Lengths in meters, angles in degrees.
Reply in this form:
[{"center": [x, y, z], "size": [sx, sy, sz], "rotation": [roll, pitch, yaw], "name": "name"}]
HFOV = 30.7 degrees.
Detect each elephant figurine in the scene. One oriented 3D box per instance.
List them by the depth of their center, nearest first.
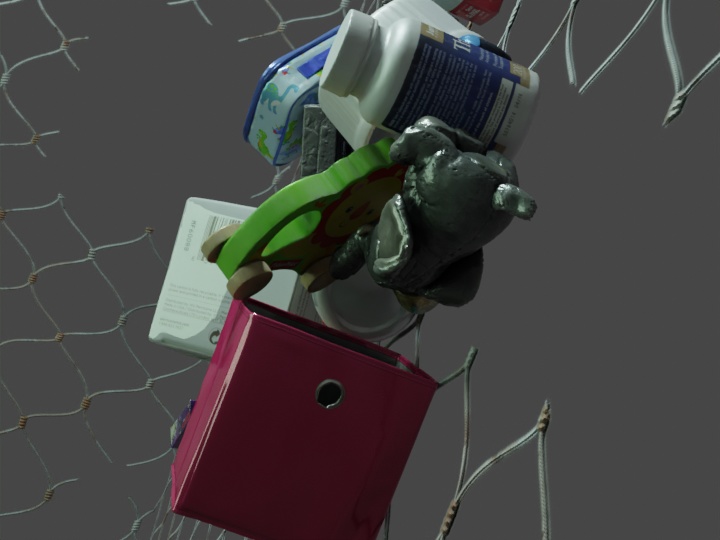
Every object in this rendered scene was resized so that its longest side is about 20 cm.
[{"center": [0.059, -0.029, 1.227], "size": [0.200, 0.141, 0.155], "rotation": [-59, -2, 18], "name": "elephant figurine"}]

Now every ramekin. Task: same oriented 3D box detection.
[{"center": [0.045, -0.222, 1.518], "size": [0.200, 0.098, 0.201], "rotation": [-40, -16, -14], "name": "ramekin"}]

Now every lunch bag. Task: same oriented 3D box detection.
[{"center": [-0.064, -0.246, 1.802], "size": [0.200, 0.082, 0.161], "rotation": [-37, -17, -35], "name": "lunch bag"}]

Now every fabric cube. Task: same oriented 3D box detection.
[{"center": [-0.064, 0.155, 1.297], "size": [0.200, 0.196, 0.200], "rotation": [-155, 87, -80], "name": "fabric cube"}]

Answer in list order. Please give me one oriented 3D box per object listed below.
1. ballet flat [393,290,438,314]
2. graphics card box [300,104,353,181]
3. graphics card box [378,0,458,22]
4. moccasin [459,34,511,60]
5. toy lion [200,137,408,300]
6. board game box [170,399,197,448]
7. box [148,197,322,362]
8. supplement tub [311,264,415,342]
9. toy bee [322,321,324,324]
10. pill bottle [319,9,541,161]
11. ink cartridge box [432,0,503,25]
[{"center": [0.078, -0.043, 1.362], "size": [0.071, 0.071, 0.200], "rotation": [129, 162, -60], "name": "ballet flat"}, {"center": [-0.029, -0.141, 1.775], "size": [0.200, 0.051, 0.126], "rotation": [26, -113, -75], "name": "graphics card box"}, {"center": [0.059, -0.299, 1.792], "size": [0.126, 0.051, 0.200], "rotation": [-64, -15, 19], "name": "graphics card box"}, {"center": [0.106, -0.166, 1.453], "size": [0.200, 0.068, 0.081], "rotation": [120, 160, -47], "name": "moccasin"}, {"center": [-0.033, -0.058, 1.301], "size": [0.192, 0.069, 0.200], "rotation": [-45, -20, 27], "name": "toy lion"}, {"center": [-0.104, 0.176, 1.465], "size": [0.120, 0.199, 0.032], "rotation": [135, 136, -65], "name": "board game box"}, {"center": [-0.127, 0.033, 1.684], "size": [0.171, 0.199, 0.201], "rotation": [28, -105, -61], "name": "box"}, {"center": [0.000, 0.000, 1.498], "size": [0.200, 0.122, 0.123], "rotation": [-113, 46, -76], "name": "supplement tub"}, {"center": [-0.046, 0.096, 1.505], "size": [0.200, 0.131, 0.109], "rotation": [143, 140, -67], "name": "toy bee"}, {"center": [0.067, -0.180, 1.289], "size": [0.111, 0.200, 0.111], "rotation": [-159, 90, -80], "name": "pill bottle"}, {"center": [0.096, -0.415, 1.633], "size": [0.083, 0.200, 0.146], "rotation": [-166, 97, -80], "name": "ink cartridge box"}]
